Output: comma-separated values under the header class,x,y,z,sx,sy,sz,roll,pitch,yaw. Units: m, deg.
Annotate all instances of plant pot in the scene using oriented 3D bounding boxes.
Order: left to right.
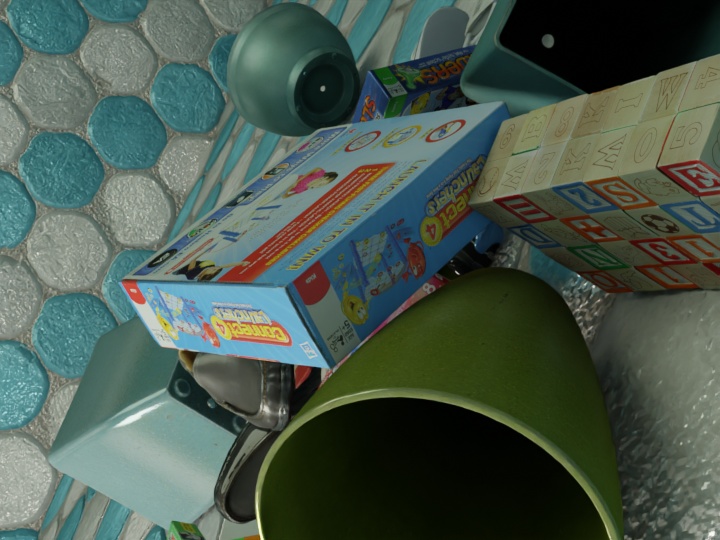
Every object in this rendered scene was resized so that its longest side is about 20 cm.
class,x,y,z,sx,sy,sz,roll,pitch,yaw
plant pot,-0.218,0.161,1.360,0.199,0.195,0.198,-35,30,42
plant pot,-0.083,-0.287,1.707,0.134,0.199,0.202,34,97,48
plant pot,0.064,0.086,0.634,0.188,0.186,0.200,-51,5,35
plant pot,0.152,-0.162,0.799,0.143,0.140,0.200,-64,8,-8

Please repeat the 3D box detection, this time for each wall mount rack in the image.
class,x,y,z,sx,sy,sz,roll,pitch,yaw
wall mount rack,0.165,-0.269,1.060,0.174,0.074,0.202,-39,28,63

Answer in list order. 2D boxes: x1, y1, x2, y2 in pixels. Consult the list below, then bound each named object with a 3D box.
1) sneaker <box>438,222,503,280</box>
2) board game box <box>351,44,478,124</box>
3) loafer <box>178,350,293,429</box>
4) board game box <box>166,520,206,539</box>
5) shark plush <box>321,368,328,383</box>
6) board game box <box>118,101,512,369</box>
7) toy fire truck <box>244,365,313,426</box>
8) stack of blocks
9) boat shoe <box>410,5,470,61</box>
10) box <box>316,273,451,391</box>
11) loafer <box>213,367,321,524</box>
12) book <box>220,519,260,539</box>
class,x,y,z,sx,sy,sz,roll,pitch,yaw
sneaker,0.044,0.012,0.968,0.199,0.070,0.083,-36,24,53
board game box,0.046,-0.099,0.964,0.035,0.134,0.201,55,149,26
loafer,-0.101,0.087,0.927,0.200,0.071,0.074,-178,94,-72
board game box,-0.158,0.327,1.041,0.200,0.029,0.136,19,94,69
shark plush,0.000,0.000,0.899,0.091,0.082,0.202,45,134,46
board game box,-0.023,-0.026,0.720,0.200,0.056,0.195,-41,24,-30
toy fire truck,-0.067,0.114,1.197,0.142,0.048,0.200,-57,16,19
stack of blocks,0.160,-0.042,0.601,0.200,0.114,0.059,-6,57,66
boat shoe,0.064,-0.171,1.178,0.086,0.074,0.205,-97,20,-79
box,0.027,0.101,0.822,0.202,0.099,0.095,-61,15,2
loafer,-0.047,0.141,0.978,0.200,0.073,0.072,-48,20,-8
book,-0.082,0.279,0.990,0.200,0.048,0.135,-33,38,59
